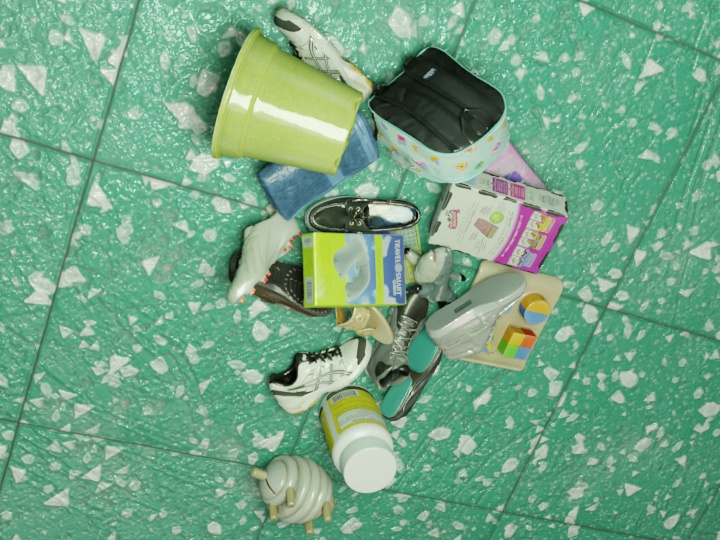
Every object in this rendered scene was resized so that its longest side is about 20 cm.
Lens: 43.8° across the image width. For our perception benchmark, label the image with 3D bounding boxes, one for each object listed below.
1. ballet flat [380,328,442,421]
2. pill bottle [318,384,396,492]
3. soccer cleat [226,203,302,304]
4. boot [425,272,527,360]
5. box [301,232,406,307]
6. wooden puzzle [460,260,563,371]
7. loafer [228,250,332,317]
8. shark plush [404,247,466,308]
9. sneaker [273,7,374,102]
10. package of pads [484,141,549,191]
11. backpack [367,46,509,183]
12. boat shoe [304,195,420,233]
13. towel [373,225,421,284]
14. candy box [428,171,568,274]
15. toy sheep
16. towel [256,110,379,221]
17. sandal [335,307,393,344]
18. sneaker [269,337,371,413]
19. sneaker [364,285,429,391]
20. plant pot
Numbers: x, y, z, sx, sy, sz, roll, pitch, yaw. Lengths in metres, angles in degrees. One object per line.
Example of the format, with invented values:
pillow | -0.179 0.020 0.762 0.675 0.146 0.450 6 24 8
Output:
ballet flat | 0.105 0.194 1.680 0.073 0.073 0.200 29 93 -24
pill bottle | -0.005 0.303 1.623 0.114 0.200 0.115 -5 116 -11
soccer cleat | -0.171 -0.027 1.461 0.078 0.200 0.069 42 142 -10
boot | 0.220 0.085 1.607 0.200 0.074 0.096 -29 123 12
box | 0.000 0.000 1.494 0.199 0.048 0.122 0 87 -31
wooden puzzle | 0.273 0.093 1.679 0.185 0.046 0.201 13 110 -22
loafer | -0.139 0.025 1.542 0.200 0.071 0.073 28 60 -18
shark plush | 0.148 0.027 1.574 0.083 0.091 0.200 -22 135 11
sneaker | -0.070 -0.318 1.393 0.088 0.076 0.200 -45 116 8
package of pads | 0.253 -0.135 1.559 0.120 0.076 0.200 -39 117 10
backpack | 0.132 -0.227 1.402 0.176 0.200 0.154 -42 143 -18
boat shoe | 0.006 -0.094 1.513 0.199 0.057 0.069 -4 95 -8
towel | 0.013 -0.021 1.580 0.199 0.023 0.144 -13 116 -8
candy box | 0.228 -0.085 1.498 0.199 0.061 0.137 16 131 -6
toy sheep | -0.124 0.412 1.681 0.138 0.138 0.200 -47 125 9
towel | -0.066 -0.170 1.449 0.200 0.049 0.112 -32 144 -4
sandal | -0.025 0.065 1.543 0.070 0.077 0.212 -45 116 -32
sneaker | -0.074 0.175 1.609 0.200 0.076 0.088 -36 118 3
sneaker | 0.080 0.134 1.614 0.075 0.116 0.200 20 108 -22
plant pot | -0.100 -0.232 1.330 0.184 0.200 0.201 19 109 -3
